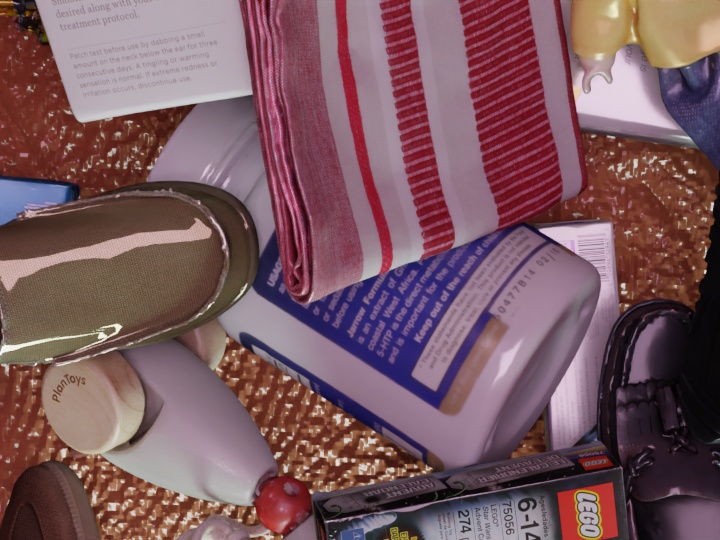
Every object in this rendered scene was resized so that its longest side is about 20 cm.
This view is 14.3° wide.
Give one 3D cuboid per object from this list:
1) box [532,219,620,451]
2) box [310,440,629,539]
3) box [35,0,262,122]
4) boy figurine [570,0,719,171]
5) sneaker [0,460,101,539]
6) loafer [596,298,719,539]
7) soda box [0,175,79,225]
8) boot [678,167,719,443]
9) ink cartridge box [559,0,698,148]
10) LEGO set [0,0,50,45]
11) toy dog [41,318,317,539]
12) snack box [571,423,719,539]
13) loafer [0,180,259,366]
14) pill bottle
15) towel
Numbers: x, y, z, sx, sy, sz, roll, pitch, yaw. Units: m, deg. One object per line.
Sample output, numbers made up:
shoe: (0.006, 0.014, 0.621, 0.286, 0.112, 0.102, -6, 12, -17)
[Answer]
box: (0.109, 0.076, 1.393, 0.041, 0.039, 0.202, -5, 91, -1)
box: (0.058, 0.186, 1.292, 0.136, 0.040, 0.201, -10, 107, -9)
box: (-0.077, -0.189, 1.247, 0.106, 0.152, 0.201, -7, 110, 31)
boy figurine: (0.144, -0.126, 1.295, 0.124, 0.064, 0.201, -32, 93, -1)
sneaker: (-0.164, 0.189, 1.351, 0.075, 0.070, 0.202, 3, 81, -27)
loafer: (0.149, 0.114, 1.306, 0.071, 0.063, 0.202, -4, 91, -5)
soda box: (-0.236, -0.020, 1.365, 0.198, 0.068, 0.065, 6, 92, -2)
boot: (0.236, -0.002, 1.271, 0.161, 0.073, 0.199, 0, 117, -23)
ink cartridge box: (0.102, -0.140, 1.366, 0.198, 0.088, 0.146, 8, 92, -1)
LEGO set: (-0.188, -0.199, 1.326, 0.115, 0.154, 0.202, -2, 87, -2)
toy dog: (-0.077, 0.105, 1.357, 0.131, 0.096, 0.201, -7, 57, -38)
snack box: (0.117, 0.148, 1.356, 0.200, 0.037, 0.116, -44, 93, -2)
loafer: (-0.142, 0.010, 1.287, 0.199, 0.067, 0.077, -14, 97, 12)
pill bottle: (0.000, 0.000, 1.337, 0.199, 0.120, 0.120, 32, 90, 14)
towel: (0.029, -0.079, 1.245, 0.023, 0.199, 0.145, 1, 104, 42)
